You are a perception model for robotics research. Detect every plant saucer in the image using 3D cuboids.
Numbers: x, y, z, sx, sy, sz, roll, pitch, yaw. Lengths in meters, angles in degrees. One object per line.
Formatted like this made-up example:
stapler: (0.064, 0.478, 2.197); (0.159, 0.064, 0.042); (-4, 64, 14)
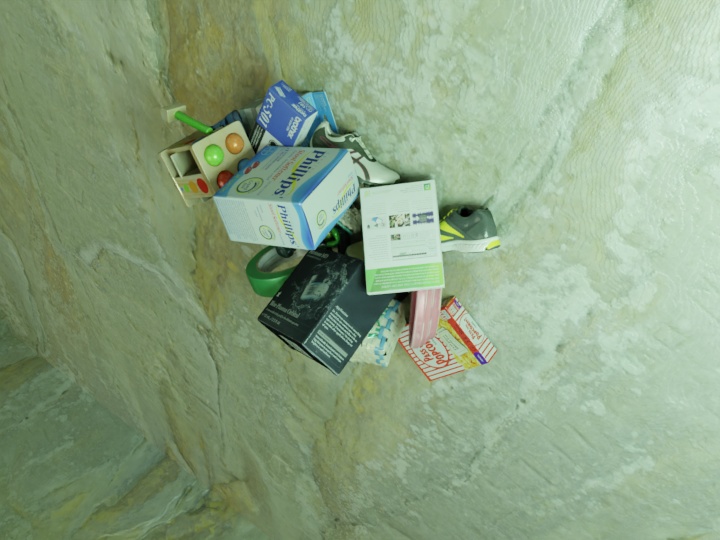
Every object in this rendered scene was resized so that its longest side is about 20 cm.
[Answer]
plant saucer: (0.129, 0.056, 1.328); (0.051, 0.201, 0.201); (5, 133, 2)

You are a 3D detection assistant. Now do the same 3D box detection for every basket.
basket: (-0.012, 0.109, 1.445); (0.199, 0.177, 0.139); (11, 150, 21)

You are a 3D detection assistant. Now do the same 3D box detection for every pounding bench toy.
pounding bench toy: (-0.308, -0.244, 1.328); (0.156, 0.124, 0.201); (2, 123, 47)

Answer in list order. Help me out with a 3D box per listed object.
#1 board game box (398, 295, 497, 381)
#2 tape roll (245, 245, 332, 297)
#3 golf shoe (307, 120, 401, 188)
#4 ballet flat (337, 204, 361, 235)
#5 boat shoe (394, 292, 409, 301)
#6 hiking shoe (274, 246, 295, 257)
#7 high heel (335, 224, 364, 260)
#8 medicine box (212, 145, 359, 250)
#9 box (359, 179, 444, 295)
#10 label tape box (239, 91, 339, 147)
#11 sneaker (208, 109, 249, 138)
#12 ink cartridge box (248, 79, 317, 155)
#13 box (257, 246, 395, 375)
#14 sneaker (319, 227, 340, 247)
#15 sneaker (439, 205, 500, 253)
board game box: (0.178, 0.153, 1.464); (0.152, 0.046, 0.200); (51, 142, -6)
tape roll: (-0.157, -0.015, 1.502); (0.200, 0.200, 0.048); (6, 127, 40)
golf shoe: (-0.009, -0.216, 1.288); (0.199, 0.077, 0.088); (22, 108, 6)
ballet flat: (-0.077, -0.149, 1.409); (0.199, 0.072, 0.072); (33, 141, -1)
boat shoe: (0.060, -0.021, 1.408); (0.076, 0.072, 0.201); (34, 142, 33)
hiking shoe: (-0.198, -0.121, 1.457); (0.086, 0.074, 0.201); (-6, 109, 38)
high heel: (0.000, 0.000, 1.436); (0.200, 0.071, 0.143); (-130, 28, -54)
medicine box: (-0.132, -0.139, 1.231); (0.199, 0.182, 0.103); (7, 133, 30)
box: (0.076, -0.060, 1.233); (0.144, 0.036, 0.201); (-5, 80, 10)
label tape box: (-0.139, -0.280, 1.363); (0.199, 0.066, 0.144); (8, 128, 41)
sneaker: (-0.288, -0.286, 1.430); (0.074, 0.082, 0.200); (69, 162, -5)
ink cartridge box: (-0.162, -0.266, 1.311); (0.094, 0.044, 0.200); (41, 140, 3)
box: (-0.071, 0.072, 1.337); (0.117, 0.200, 0.196); (46, 164, -33)
sneaker: (-0.125, -0.108, 1.388); (0.199, 0.078, 0.085); (24, 175, -23)
sneaker: (0.179, -0.079, 1.255); (0.199, 0.074, 0.085); (3, 101, 47)
